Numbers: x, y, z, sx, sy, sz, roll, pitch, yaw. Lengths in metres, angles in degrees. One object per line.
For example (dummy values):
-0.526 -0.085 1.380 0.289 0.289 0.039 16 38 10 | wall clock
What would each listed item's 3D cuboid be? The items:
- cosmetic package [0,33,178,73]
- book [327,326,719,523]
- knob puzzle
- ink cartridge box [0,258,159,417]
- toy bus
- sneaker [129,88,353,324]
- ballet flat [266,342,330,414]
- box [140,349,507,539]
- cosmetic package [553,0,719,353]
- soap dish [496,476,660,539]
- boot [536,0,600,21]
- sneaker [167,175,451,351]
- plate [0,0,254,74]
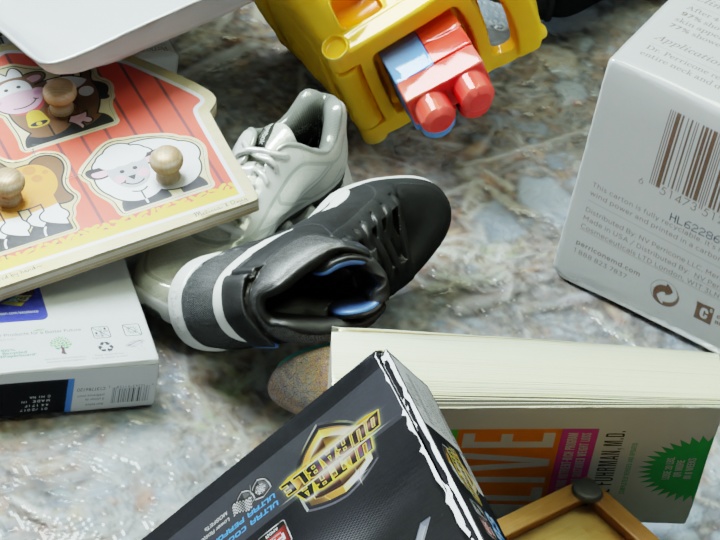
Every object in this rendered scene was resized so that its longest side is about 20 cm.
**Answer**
-0.221 -0.128 1.679 0.199 0.051 0.083 -9 44 -23 | cosmetic package
0.081 0.087 1.411 0.199 0.134 0.048 1 57 -2 | book
-0.176 -0.078 1.562 0.218 0.031 0.220 -2 43 1 | knob puzzle
-0.185 0.002 1.540 0.099 0.039 0.201 -4 43 -18 | ink cartridge box
0.050 -0.172 1.697 0.199 0.136 0.192 -31 54 -3 | toy bus
-0.069 -0.039 1.587 0.075 0.081 0.200 27 43 16 | sneaker
0.049 0.077 1.486 0.199 0.068 0.068 -1 47 -12 | ballet flat
-0.020 0.169 1.273 0.050 0.200 0.199 41 16 -42 | box
0.246 -0.072 1.635 0.167 0.167 0.200 28 42 19 | cosmetic package
0.090 0.193 1.339 0.199 0.082 0.157 -21 49 -35 | soap dish
0.217 -0.218 1.877 0.167 0.077 0.200 15 33 11 | boot
0.000 0.000 1.522 0.199 0.074 0.112 -25 16 -35 | sneaker
-0.144 -0.180 1.651 0.199 0.032 0.200 -25 33 -22 | plate
